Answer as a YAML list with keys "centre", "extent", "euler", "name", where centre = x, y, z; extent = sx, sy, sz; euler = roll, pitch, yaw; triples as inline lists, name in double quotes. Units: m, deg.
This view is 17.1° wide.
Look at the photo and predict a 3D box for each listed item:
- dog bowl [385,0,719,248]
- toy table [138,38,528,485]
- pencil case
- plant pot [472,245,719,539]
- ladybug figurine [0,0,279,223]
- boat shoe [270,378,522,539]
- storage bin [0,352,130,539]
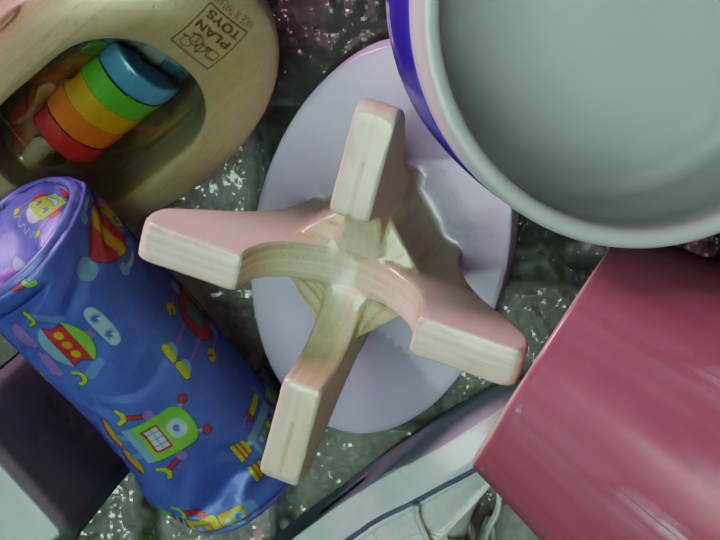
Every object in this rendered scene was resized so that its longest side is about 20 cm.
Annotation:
- centre: [0.112, -0.115, 1.015]
  extent: [0.198, 0.079, 0.202]
  euler: [-3, 103, -12]
  name: "dog bowl"
- centre: [0.000, 0.000, 1.119]
  extent: [0.182, 0.117, 0.202]
  euler: [8, 110, 14]
  name: "toy table"
- centre: [-0.112, 0.043, 1.151]
  extent: [0.087, 0.078, 0.200]
  euler: [-35, 122, 9]
  name: "pencil case"
- centre: [0.155, 0.083, 1.054]
  extent: [0.178, 0.200, 0.201]
  euler: [34, 116, 5]
  name: "plant pot"
- centre: [-0.119, -0.095, 1.133]
  extent: [0.199, 0.072, 0.136]
  euler: [-32, 127, 29]
  name: "ladybug figurine"
- centre: [0.030, 0.135, 1.181]
  extent: [0.202, 0.075, 0.086]
  euler: [-38, 94, 27]
  name: "boat shoe"
- centre: [-0.185, 0.124, 1.187]
  extent: [0.134, 0.200, 0.146]
  euler: [-40, 94, 16]
  name: "storage bin"
